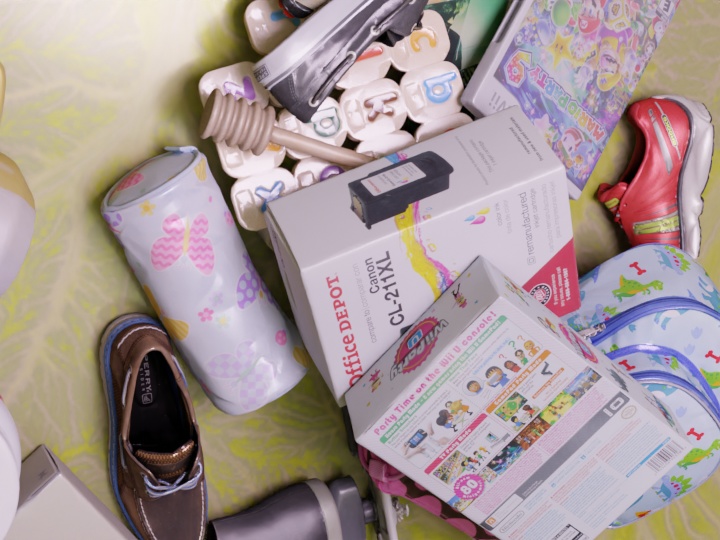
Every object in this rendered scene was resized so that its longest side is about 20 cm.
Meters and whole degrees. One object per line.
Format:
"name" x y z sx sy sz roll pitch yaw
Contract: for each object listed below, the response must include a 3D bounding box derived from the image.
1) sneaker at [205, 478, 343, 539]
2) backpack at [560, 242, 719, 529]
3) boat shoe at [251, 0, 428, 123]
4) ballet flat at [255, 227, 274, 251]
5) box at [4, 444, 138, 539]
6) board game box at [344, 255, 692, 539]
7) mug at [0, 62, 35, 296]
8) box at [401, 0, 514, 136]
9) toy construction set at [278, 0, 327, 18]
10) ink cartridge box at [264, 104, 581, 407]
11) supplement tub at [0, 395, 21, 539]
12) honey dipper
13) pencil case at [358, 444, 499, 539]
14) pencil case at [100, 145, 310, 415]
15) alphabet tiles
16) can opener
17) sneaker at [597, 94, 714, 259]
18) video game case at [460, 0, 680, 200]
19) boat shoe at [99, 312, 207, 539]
"sneaker" -0.062 0.275 1.217 0.105 0.075 0.202 -15 99 -22
"backpack" 0.215 0.095 1.204 0.199 0.147 0.183 -35 124 13
"boat shoe" 0.012 -0.184 1.088 0.200 0.069 0.057 -41 98 -10
"ballet flat" 0.000 0.000 1.177 0.199 0.069 0.070 30 91 -26
"box" -0.200 0.233 1.154 0.082 0.068 0.200 -41 114 -8
"board game box" 0.112 0.107 1.076 0.200 0.064 0.148 37 107 -25
"mug" -0.293 -0.058 1.005 0.152 0.149 0.188 24 100 -33
"box" 0.102 -0.160 1.193 0.143 0.036 0.202 -13 106 -19
"toy construction set" -0.063 -0.258 1.070 0.198 0.132 0.092 10 143 -30
"ink cartridge box" 0.047 -0.008 1.089 0.199 0.083 0.146 -22 134 -8
"supplement tub" -0.303 0.114 1.009 0.139 0.200 0.142 -6 106 -21
"honey dipper" -0.018 -0.083 1.099 0.198 0.038 0.038 18 97 -17
"pencil case" 0.076 0.161 1.205 0.200 0.091 0.094 37 85 -43
"pencil case" -0.111 0.009 1.124 0.090 0.083 0.201 -35 114 -15
"alphabet tiles" -0.014 -0.112 1.124 0.194 0.015 0.202 -19 95 -14
"can opener" -0.001 0.141 1.219 0.066 0.053 0.202 -12 107 -19
"sneaker" 0.238 -0.048 1.269 0.084 0.077 0.202 4 102 -2
"video game case" 0.170 -0.177 1.186 0.143 0.018 0.201 37 77 -37
"boat shoe" -0.154 0.137 1.145 0.072 0.072 0.202 -18 110 -17
